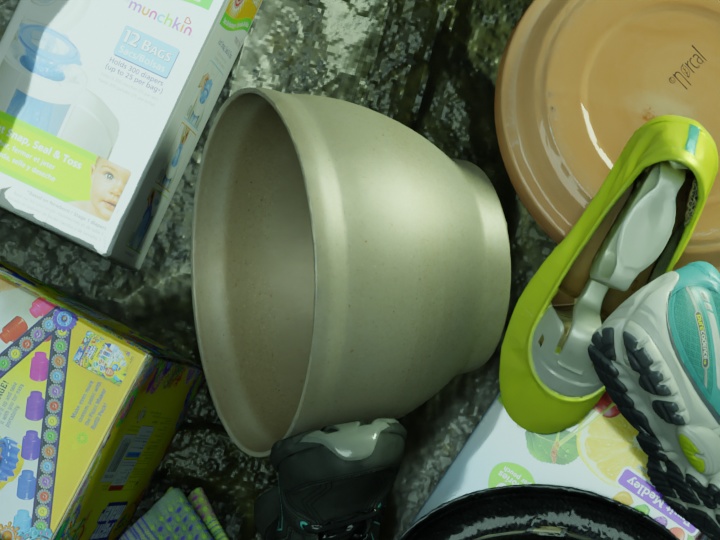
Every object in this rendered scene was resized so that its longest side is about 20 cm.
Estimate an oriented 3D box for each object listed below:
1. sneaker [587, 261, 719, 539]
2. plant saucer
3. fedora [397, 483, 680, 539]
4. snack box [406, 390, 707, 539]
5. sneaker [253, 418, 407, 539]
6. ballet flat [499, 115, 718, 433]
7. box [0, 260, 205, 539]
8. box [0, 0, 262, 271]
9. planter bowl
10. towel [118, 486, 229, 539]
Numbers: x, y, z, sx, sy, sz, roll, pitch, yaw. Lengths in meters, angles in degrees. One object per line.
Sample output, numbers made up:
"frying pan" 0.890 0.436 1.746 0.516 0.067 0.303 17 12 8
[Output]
"sneaker" 0.194 0.083 1.279 0.080 0.077 0.200 -41 124 -19
"plant saucer" 0.174 -0.089 1.348 0.200 0.032 0.201 3 76 -10
"fedora" 0.092 0.198 1.258 0.200 0.092 0.201 -2 79 9
"snack box" 0.109 0.152 1.372 0.142 0.053 0.200 35 90 8
"sneaker" -0.010 0.135 1.304 0.075 0.200 0.079 -9 70 -11
"ballet flat" 0.128 0.009 1.288 0.067 0.067 0.200 25 110 -6
"box" -0.208 0.059 1.334 0.192 0.200 0.122 28 88 7
"box" -0.142 -0.115 1.394 0.112 0.101 0.200 25 87 6
"planter bowl" 0.000 0.000 1.341 0.134 0.200 0.201 -1 84 -23
"towel" -0.140 0.227 1.350 0.200 0.023 0.144 -43 44 10
